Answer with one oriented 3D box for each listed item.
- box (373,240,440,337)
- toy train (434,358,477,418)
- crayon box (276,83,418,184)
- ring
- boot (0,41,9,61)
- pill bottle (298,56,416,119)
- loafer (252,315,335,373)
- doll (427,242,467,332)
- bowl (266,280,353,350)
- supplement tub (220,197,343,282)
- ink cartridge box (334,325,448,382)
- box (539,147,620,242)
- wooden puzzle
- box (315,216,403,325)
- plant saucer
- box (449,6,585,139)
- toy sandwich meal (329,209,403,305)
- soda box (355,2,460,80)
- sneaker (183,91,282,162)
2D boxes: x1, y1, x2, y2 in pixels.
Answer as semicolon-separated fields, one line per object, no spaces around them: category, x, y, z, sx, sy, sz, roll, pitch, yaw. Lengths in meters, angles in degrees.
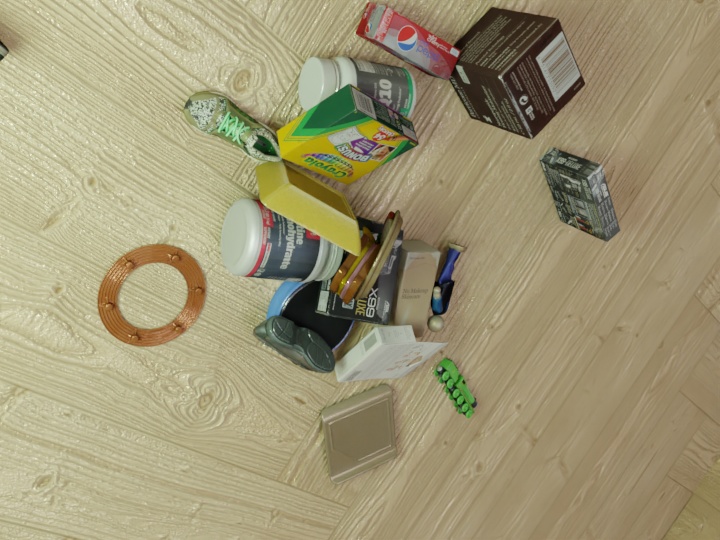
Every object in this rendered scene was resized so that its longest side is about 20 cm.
box;0.099;0.041;1.623;0.094;0.078;0.202;-3;113;-31
toy train;0.240;0.292;1.855;0.056;0.042;0.201;-48;129;-19
crayon box;-0.021;-0.236;1.341;0.172;0.059;0.199;-27;156;30
ring;-0.374;0.050;1.359;0.198;0.019;0.203;-13;117;-27
boot;-0.604;-0.299;1.017;0.199;0.073;0.152;28;94;-34
pill bottle;-0.006;-0.326;1.366;0.198;0.113;0.114;0;111;-32
loafer;-0.131;0.149;1.496;0.200;0.062;0.073;40;46;-39
doll;0.185;0.039;1.666;0.136;0.048;0.202;-6;113;-75
bowl;-0.097;0.093;1.545;0.199;0.039;0.203;-14;118;-27
supplement tub;-0.145;-0.052;1.383;0.198;0.140;0.142;6;108;-34
ink cartridge box;0.063;0.180;1.612;0.174;0.045;0.200;1;150;-32
box;0.509;-0.176;1.740;0.050;0.157;0.201;-39;126;-11
wooden puzzle;-0.003;0.378;1.742;0.183;0.037;0.202;-19;116;-25
box;0.000;0.000;1.513;0.156;0.050;0.203;14;85;-37
plant saucer;-0.085;-0.124;1.323;0.199;0.200;0.049;28;108;-22
box;0.298;-0.391;1.478;0.164;0.200;0.166;-46;127;-6
toy sandwich meal;0.010;-0.030;1.391;0.070;0.205;0.207;26;97;-2
soda box;0.091;-0.429;1.409;0.199;0.070;0.064;18;102;-37
sneaker;-0.208;-0.243;1.288;0.199;0.088;0.077;23;98;-37
